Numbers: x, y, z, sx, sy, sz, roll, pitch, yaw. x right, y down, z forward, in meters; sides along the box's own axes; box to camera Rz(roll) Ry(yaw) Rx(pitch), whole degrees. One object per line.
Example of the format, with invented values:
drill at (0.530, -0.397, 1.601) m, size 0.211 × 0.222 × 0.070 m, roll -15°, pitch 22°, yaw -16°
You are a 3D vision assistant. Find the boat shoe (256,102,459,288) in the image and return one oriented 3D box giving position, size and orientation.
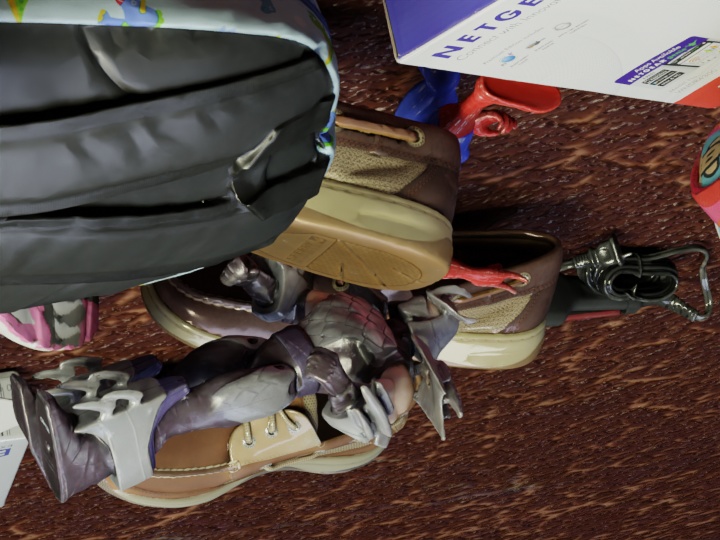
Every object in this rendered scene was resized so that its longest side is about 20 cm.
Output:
boat shoe at (-0.054, -0.056, 1.060) m, size 0.200 × 0.072 × 0.072 m, roll 18°, pitch 162°, yaw -15°

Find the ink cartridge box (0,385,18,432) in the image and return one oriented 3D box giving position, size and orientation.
ink cartridge box at (-0.237, 0.036, 1.242) m, size 0.115 × 0.068 × 0.200 m, roll -21°, pitch 161°, yaw 26°

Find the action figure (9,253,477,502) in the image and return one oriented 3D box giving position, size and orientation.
action figure at (-0.042, 0.042, 1.220) m, size 0.200 × 0.069 × 0.130 m, roll -18°, pitch -155°, yaw -16°

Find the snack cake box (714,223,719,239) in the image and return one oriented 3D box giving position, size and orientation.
snack cake box at (0.280, -0.041, 1.374) m, size 0.200 × 0.067 × 0.115 m, roll -26°, pitch 159°, yaw 38°

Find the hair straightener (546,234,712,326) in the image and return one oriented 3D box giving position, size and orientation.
hair straightener at (0.117, 0.013, 1.473) m, size 0.200 × 0.041 × 0.077 m, roll 2°, pitch 158°, yaw -41°

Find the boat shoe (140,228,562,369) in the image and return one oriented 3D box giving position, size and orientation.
boat shoe at (0.000, 0.000, 1.331) m, size 0.200 × 0.072 × 0.072 m, roll 5°, pitch 127°, yaw -20°

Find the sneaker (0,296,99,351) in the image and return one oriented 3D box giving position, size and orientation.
sneaker at (-0.177, -0.015, 1.151) m, size 0.086 × 0.080 × 0.200 m, roll 4°, pitch 174°, yaw 29°

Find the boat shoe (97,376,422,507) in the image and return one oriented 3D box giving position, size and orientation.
boat shoe at (-0.053, 0.071, 1.500) m, size 0.200 × 0.076 × 0.072 m, roll -11°, pitch 162°, yaw -39°

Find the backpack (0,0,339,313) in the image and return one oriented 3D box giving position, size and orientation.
backpack at (-0.104, -0.059, 0.915) m, size 0.200 × 0.154 × 0.163 m, roll 3°, pitch 133°, yaw -11°

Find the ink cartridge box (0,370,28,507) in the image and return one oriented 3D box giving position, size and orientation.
ink cartridge box at (-0.279, 0.111, 1.509) m, size 0.196 × 0.043 × 0.200 m, roll -8°, pitch 161°, yaw -15°

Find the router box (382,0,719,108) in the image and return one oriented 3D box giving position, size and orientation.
router box at (0.135, -0.124, 1.028) m, size 0.179 × 0.049 × 0.200 m, roll 4°, pitch 157°, yaw -43°

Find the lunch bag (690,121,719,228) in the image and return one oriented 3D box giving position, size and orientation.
lunch bag at (0.229, -0.073, 1.107) m, size 0.176 × 0.082 × 0.200 m, roll -35°, pitch -179°, yaw 32°

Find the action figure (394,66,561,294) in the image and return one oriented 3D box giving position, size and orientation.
action figure at (0.046, -0.046, 1.185) m, size 0.099 × 0.065 × 0.200 m, roll 6°, pitch 157°, yaw -24°
